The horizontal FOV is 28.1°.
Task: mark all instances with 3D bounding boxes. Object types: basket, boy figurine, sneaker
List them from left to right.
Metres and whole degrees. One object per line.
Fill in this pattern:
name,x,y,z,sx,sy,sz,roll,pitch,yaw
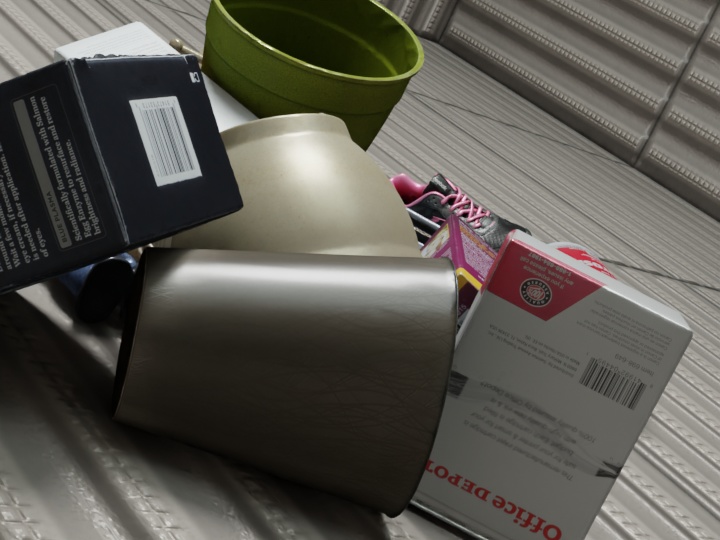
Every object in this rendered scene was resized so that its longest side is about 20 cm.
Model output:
boy figurine,-0.220,-0.029,1.128,0.124,0.065,0.200,10,25,-39
basket,-0.055,0.061,0.943,0.198,0.182,0.136,11,14,-12
sneaker,0.103,-0.059,1.610,0.199,0.096,0.079,15,38,34

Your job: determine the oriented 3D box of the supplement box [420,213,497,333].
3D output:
supplement box,0.071,0.052,1.178,0.103,0.131,0.200,41,14,-9

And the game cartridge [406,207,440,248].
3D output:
game cartridge,0.071,-0.019,1.530,0.199,0.042,0.133,30,-7,15

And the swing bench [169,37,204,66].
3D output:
swing bench,-0.117,-0.163,1.618,0.198,0.131,0.200,28,15,9

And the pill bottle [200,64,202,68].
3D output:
pill bottle,-0.120,-0.158,1.455,0.113,0.201,0.114,24,15,-7

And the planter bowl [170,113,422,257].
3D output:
planter bowl,-0.057,-0.039,1.096,0.198,0.136,0.200,-12,-10,-2

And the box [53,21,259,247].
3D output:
box,-0.173,-0.103,1.246,0.097,0.125,0.200,-27,57,-39

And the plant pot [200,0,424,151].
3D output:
plant pot,-0.069,-0.146,1.316,0.199,0.194,0.201,17,32,-11

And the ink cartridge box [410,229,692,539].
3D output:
ink cartridge box,0.126,0.093,1.028,0.145,0.201,0.085,27,9,4

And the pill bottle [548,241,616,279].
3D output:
pill bottle,0.234,0.053,1.513,0.111,0.113,0.200,21,16,-17

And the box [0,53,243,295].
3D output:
box,-0.209,-0.054,0.930,0.198,0.118,0.197,-17,4,18
